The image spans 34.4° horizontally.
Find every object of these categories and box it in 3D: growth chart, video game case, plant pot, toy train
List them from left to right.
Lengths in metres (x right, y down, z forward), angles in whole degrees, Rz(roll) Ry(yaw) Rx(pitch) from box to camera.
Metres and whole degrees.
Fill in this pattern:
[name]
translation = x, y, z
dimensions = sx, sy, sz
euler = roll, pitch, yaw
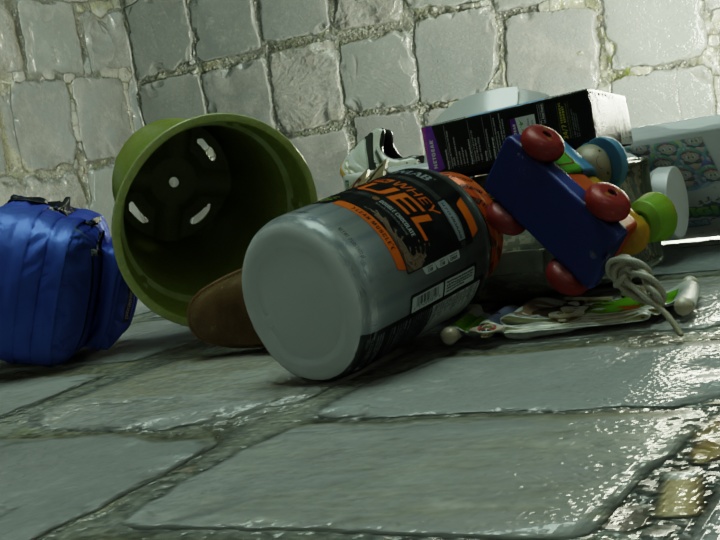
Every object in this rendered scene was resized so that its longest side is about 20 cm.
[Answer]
[plant pot]
translation = -0.164, -0.070, 1.144
dimensions = 0.197, 0.204, 0.184
euler = -12, 22, -21
[growth chart]
translation = 0.165, 0.030, 0.895
dimensions = 0.197, 0.018, 0.145
euler = -8, 5, 11
[toy train]
translation = 0.194, -0.027, 0.854
dimensions = 0.115, 0.085, 0.200
euler = -13, 49, -39
[video game case]
translation = 0.312, -0.088, 1.219
dimensions = 0.198, 0.024, 0.182
euler = -5, -34, 34

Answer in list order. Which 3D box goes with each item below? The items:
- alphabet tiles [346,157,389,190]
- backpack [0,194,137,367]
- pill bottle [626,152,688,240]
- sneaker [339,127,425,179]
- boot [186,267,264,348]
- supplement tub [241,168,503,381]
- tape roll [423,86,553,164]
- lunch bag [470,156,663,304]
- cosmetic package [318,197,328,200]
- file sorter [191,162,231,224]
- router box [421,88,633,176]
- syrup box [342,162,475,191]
[alphabet tiles]
translation = -0.043, -0.029, 1.185
dimensions = 0.200, 0.006, 0.167
euler = -44, 13, 21
[backpack]
translation = -0.308, 0.008, 1.162
dimensions = 0.165, 0.165, 0.200
euler = 6, 4, -2
[pill bottle]
translation = 0.224, -0.058, 1.173
dimensions = 0.198, 0.113, 0.110
euler = -6, 7, 34
[sneaker]
translation = 0.063, -0.092, 1.407
dimensions = 0.088, 0.200, 0.075
euler = -50, -17, 16
[boot]
translation = -0.064, 0.036, 0.984
dimensions = 0.197, 0.075, 0.076
euler = -5, 17, 17
[supplement tub]
translation = 0.016, -0.005, 0.876
dimensions = 0.121, 0.124, 0.199
euler = -4, 14, 40
[tape roll]
translation = 0.169, -0.111, 1.324
dimensions = 0.199, 0.203, 0.072
euler = -7, 49, 21
[lunch bag]
translation = 0.150, -0.032, 1.021
dimensions = 0.162, 0.120, 0.199
euler = -7, 8, 37
[cosmetic package]
translation = -0.068, -0.044, 1.574
dimensions = 0.086, 0.105, 0.199
euler = -13, 5, -39
[file sorter]
translation = -0.145, -0.048, 1.351
dimensions = 0.139, 0.124, 0.200
euler = -46, 1, 9
[router box]
translation = 0.156, -0.122, 1.050
dimensions = 0.147, 0.052, 0.200
euler = -10, 2, 22
[syrup box]
translation = 0.052, -0.071, 1.245
dimensions = 0.080, 0.080, 0.200
euler = -11, 6, -18
